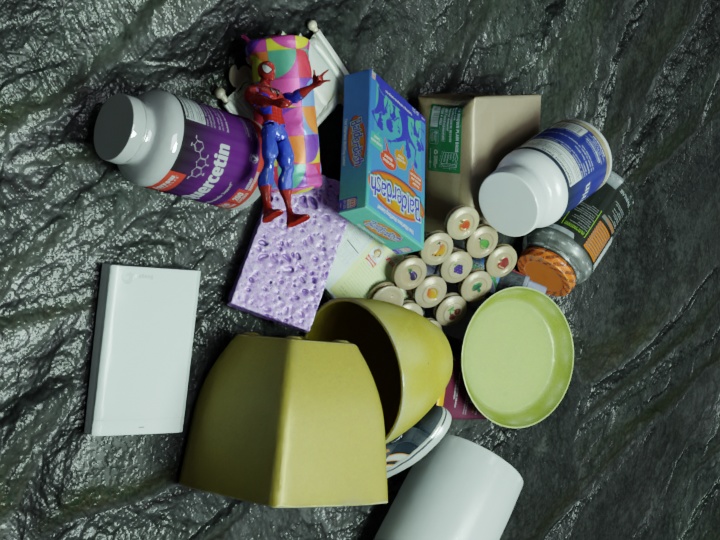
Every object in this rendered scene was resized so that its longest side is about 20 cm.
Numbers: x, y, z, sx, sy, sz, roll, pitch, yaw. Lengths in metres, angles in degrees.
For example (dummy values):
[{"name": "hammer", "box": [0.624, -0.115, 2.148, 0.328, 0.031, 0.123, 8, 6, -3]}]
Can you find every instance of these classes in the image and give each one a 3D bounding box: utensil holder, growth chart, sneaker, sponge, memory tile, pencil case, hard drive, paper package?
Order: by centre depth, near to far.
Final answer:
[{"name": "hard drive", "box": [-0.260, 0.095, 1.528, 0.132, 0.026, 0.201, 4, 94, -45]}, {"name": "pencil case", "box": [-0.095, -0.194, 1.574, 0.088, 0.088, 0.201, -8, 94, -43]}, {"name": "growth chart", "box": [-0.090, -0.233, 1.637, 0.200, 0.018, 0.145, -44, 115, -31]}, {"name": "sponge", "box": [-0.086, -0.030, 1.642, 0.111, 0.030, 0.201, 22, 80, -14]}, {"name": "sneaker", "box": [0.027, 0.235, 1.740, 0.200, 0.078, 0.079, -36, 111, 11]}, {"name": "memory tile", "box": [0.115, 0.013, 1.768, 0.200, 0.017, 0.153, -45, 128, 4]}, {"name": "paper package", "box": [0.173, -0.155, 1.844, 0.190, 0.103, 0.201, -11, 105, -51]}, {"name": "utensil holder", "box": [0.124, 0.360, 1.850, 0.170, 0.170, 0.200, 47, 62, -38]}]

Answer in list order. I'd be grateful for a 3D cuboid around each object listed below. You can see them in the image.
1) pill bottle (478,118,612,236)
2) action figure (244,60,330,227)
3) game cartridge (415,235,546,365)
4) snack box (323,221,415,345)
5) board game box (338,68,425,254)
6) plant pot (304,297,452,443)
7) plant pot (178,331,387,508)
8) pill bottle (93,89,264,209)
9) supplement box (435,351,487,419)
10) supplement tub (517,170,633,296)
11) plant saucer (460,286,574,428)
[{"name": "pill bottle", "box": [0.256, -0.128, 1.779, 0.200, 0.115, 0.116, -34, 119, -43]}, {"name": "action figure", "box": [-0.081, -0.162, 1.472, 0.065, 0.099, 0.201, 9, 62, -46]}, {"name": "game cartridge", "box": [0.162, 0.042, 1.854, 0.199, 0.038, 0.130, 23, 82, -8]}, {"name": "snack box", "box": [0.000, 0.000, 1.745, 0.116, 0.037, 0.200, -48, 128, -12]}, {"name": "board game box", "box": [0.031, -0.141, 1.682, 0.152, 0.045, 0.201, 32, 54, -52]}, {"name": "plant pot", "box": [0.039, 0.126, 1.694, 0.142, 0.200, 0.201, -9, 103, -40]}, {"name": "plant pot", "box": [-0.088, 0.182, 1.603, 0.195, 0.194, 0.201, 9, 85, -45]}, {"name": "pill bottle", "box": [-0.205, -0.142, 1.483, 0.200, 0.112, 0.113, 13, 88, -45]}, {"name": "supplement box", "box": [0.141, 0.167, 1.873, 0.200, 0.110, 0.086, 7, 92, -45]}, {"name": "supplement tub", "box": [0.337, -0.063, 2.020, 0.200, 0.122, 0.123, -52, 128, -25]}, {"name": "plant saucer", "box": [0.218, 0.123, 1.820, 0.199, 0.031, 0.201, 0, 89, -30]}]
